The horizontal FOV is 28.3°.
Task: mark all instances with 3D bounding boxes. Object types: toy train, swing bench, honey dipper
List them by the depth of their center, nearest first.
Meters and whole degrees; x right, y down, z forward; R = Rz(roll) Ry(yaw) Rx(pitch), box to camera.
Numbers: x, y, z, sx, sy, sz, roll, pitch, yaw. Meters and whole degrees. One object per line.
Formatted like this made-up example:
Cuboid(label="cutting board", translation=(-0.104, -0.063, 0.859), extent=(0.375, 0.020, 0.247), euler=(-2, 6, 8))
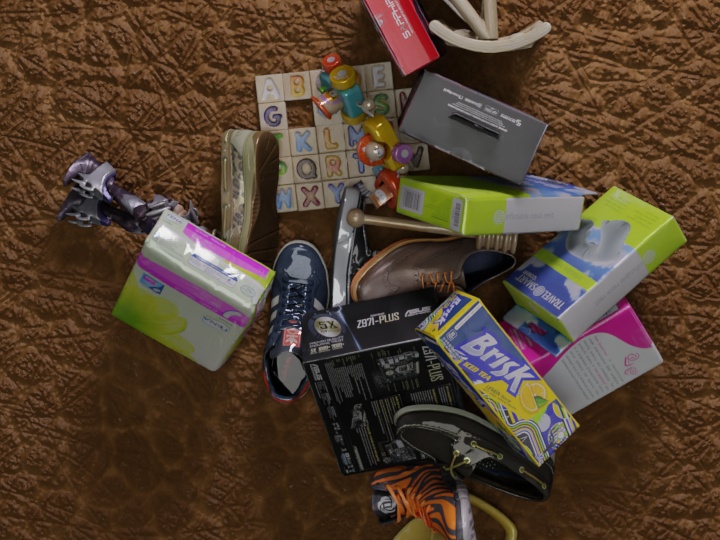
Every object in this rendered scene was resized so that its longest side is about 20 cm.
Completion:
Cuboid(label="swing bench", translation=(0.118, -0.328, 1.583), extent=(0.129, 0.199, 0.201), euler=(-21, 97, 8))
Cuboid(label="toy train", translation=(-0.003, -0.149, 1.645), extent=(0.056, 0.150, 0.200), euler=(-34, 88, -13))
Cuboid(label="honey dipper", translation=(0.083, -0.051, 1.656), extent=(0.199, 0.038, 0.038), euler=(9, 100, 4))

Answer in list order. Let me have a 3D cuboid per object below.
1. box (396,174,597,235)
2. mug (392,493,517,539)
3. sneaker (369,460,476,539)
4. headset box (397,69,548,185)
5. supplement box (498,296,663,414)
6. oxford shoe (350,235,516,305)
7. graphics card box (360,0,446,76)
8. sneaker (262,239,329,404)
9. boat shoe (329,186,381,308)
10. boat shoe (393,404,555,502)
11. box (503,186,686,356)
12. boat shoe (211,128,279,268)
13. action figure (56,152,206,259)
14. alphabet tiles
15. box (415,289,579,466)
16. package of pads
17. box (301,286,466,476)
Cuboid(label="box", translation=(0.155, -0.077, 1.613), extent=(0.200, 0.122, 0.048), euler=(-3, 106, -36))
Cuboid(label="mug", translation=(0.114, 0.386, 1.735), extent=(0.153, 0.149, 0.187), euler=(35, 107, -10))
Cuboid(label="sneaker", translation=(0.072, 0.283, 1.676), extent=(0.112, 0.200, 0.078), euler=(-11, 106, -2))
Cuboid(label="headset box", translation=(0.122, -0.164, 1.605), extent=(0.148, 0.200, 0.077), euler=(24, 97, -2))
Cuboid(label="supplement box", translation=(0.235, 0.098, 1.679), extent=(0.200, 0.103, 0.101), euler=(-30, 123, 9))
Cuboid(label="oxford shoe", translation=(0.086, 0.000, 1.670), extent=(0.199, 0.073, 0.071), euler=(-21, 117, -13))
Cuboid(label="graphics card box", translation=(0.045, -0.283, 1.595), extent=(0.051, 0.200, 0.126), euler=(-28, 95, 9))
Cuboid(label="sneaker", translation=(-0.079, 0.066, 1.722), extent=(0.075, 0.085, 0.201), euler=(3, 99, 4))
Cuboid(label="boat shoe", translation=(0.000, 0.001, 1.711), extent=(0.068, 0.074, 0.200), euler=(3, 93, -4))
Cuboid(label="boat shoe", translation=(0.131, 0.211, 1.646), extent=(0.201, 0.061, 0.072), euler=(18, 139, -11))
Cuboid(label="box", translation=(0.258, -0.002, 1.633), extent=(0.200, 0.122, 0.048), euler=(-40, 122, -7))
Cuboid(label="boat shoe", translation=(-0.139, -0.069, 1.717), extent=(0.063, 0.073, 0.201), euler=(9, 95, 27))
Cuboid(label="action figure", translation=(-0.262, -0.060, 1.712), extent=(0.200, 0.069, 0.130), euler=(25, 140, 11))
Cuboid(label="alphabet tiles", translation=(-0.020, -0.161, 1.719), extent=(0.199, 0.008, 0.168), euler=(-6, 99, 6))
Cuboid(label="box", translation=(0.151, 0.118, 1.575), extent=(0.070, 0.064, 0.200), euler=(-43, 110, -9))
Cuboid(label="package of pads", translation=(-0.195, 0.028, 1.674), extent=(0.154, 0.200, 0.068), euler=(30, 58, -6))
Cuboid(label="box", translation=(0.032, 0.133, 1.680), extent=(0.163, 0.086, 0.200), euler=(-12, 130, 7))
